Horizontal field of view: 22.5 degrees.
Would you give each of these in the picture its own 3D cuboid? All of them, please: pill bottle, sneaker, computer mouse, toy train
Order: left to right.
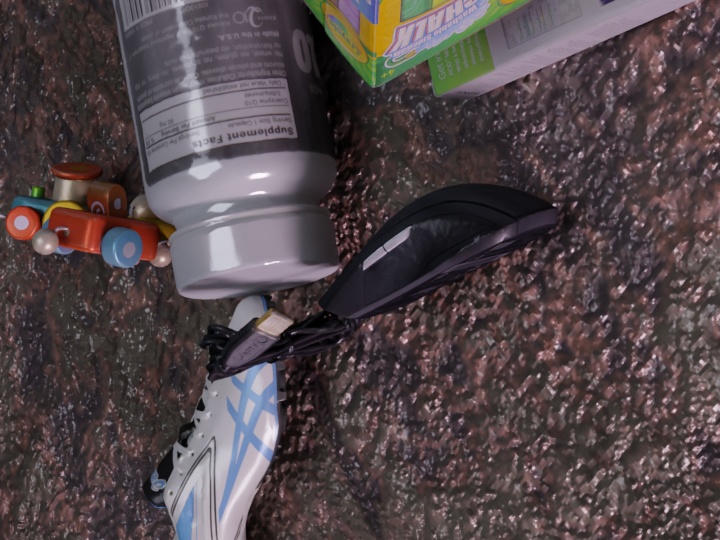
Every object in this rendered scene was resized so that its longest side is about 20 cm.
[{"bbox_3d":[-0.173,-0.039,1.118,0.200,0.150,0.056,12,93,45],"label":"toy train"},{"bbox_3d":[-0.088,0.109,1.082,0.072,0.072,0.200,-120,42,-72],"label":"sneaker"},{"bbox_3d":[-0.076,-0.090,1.053,0.114,0.114,0.200,-18,78,40],"label":"pill bottle"},{"bbox_3d":[0.000,0.000,0.964,0.200,0.140,0.046,-30,80,37],"label":"computer mouse"}]

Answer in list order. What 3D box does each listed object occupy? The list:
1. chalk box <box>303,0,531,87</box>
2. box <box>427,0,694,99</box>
[{"bbox_3d":[0.024,-0.183,0.878,0.124,0.124,0.200,54,167,19],"label":"chalk box"},{"bbox_3d":[0.106,-0.189,0.945,0.200,0.036,0.145,-20,77,38],"label":"box"}]
